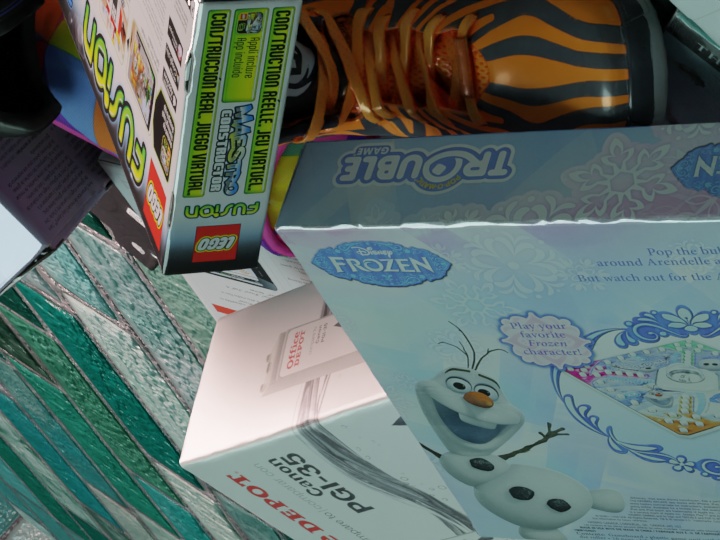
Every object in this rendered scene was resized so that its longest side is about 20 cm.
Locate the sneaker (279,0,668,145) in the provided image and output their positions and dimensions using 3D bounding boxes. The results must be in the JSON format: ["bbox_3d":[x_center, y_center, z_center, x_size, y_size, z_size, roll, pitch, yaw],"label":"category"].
[{"bbox_3d":[0.015,-0.064,0.809,0.200,0.112,0.078,6,101,62],"label":"sneaker"}]

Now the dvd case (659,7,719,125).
[{"bbox_3d":[0.147,-0.018,0.827,0.146,0.022,0.200,39,163,3],"label":"dvd case"}]

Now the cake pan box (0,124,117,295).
[{"bbox_3d":[-0.188,-0.098,1.096,0.184,0.052,0.200,44,-153,-9],"label":"cake pan box"}]

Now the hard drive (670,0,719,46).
[{"bbox_3d":[0.068,-0.145,0.651,0.200,0.026,0.132,42,164,-10],"label":"hard drive"}]

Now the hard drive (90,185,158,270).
[{"bbox_3d":[-0.149,-0.074,1.332,0.140,0.038,0.200,40,165,-1],"label":"hard drive"}]

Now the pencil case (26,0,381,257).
[{"bbox_3d":[-0.078,-0.080,0.994,0.200,0.088,0.088,33,164,34],"label":"pencil case"}]

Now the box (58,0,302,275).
[{"bbox_3d":[-0.072,-0.104,0.816,0.200,0.035,0.110,-115,28,-45],"label":"box"}]

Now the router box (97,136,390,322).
[{"bbox_3d":[0.000,0.000,1.091,0.199,0.049,0.180,14,152,33],"label":"router box"}]

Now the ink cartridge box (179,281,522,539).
[{"bbox_3d":[0.044,0.063,0.996,0.200,0.083,0.146,-21,134,42],"label":"ink cartridge box"}]

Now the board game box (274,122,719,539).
[{"bbox_3d":[0.100,0.028,0.802,0.199,0.043,0.199,0,144,28],"label":"board game box"}]

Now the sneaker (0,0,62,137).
[{"bbox_3d":[-0.169,-0.142,0.937,0.078,0.070,0.201,13,133,29],"label":"sneaker"}]
